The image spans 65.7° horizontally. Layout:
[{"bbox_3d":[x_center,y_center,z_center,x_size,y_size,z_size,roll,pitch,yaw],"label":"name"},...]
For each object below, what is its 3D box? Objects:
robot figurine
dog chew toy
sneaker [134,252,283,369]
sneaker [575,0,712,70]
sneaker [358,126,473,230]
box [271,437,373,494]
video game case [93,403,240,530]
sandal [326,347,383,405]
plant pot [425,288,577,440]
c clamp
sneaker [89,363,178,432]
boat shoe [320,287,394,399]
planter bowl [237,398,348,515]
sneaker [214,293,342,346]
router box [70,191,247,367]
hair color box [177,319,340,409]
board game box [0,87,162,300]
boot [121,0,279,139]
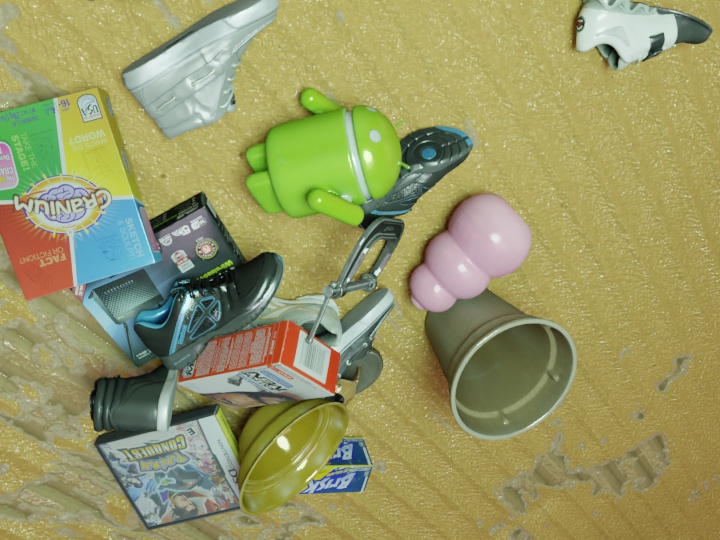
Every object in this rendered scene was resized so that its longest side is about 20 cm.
[{"bbox_3d":[-0.039,-0.133,0.686,0.197,0.178,0.116,-11,150,9],"label":"robot figurine"},{"bbox_3d":[0.152,-0.017,0.823,0.200,0.125,0.124,-44,120,15],"label":"dog chew toy"},{"bbox_3d":[-0.183,0.038,0.680,0.199,0.073,0.082,-38,120,2],"label":"sneaker"},{"bbox_3d":[0.388,-0.324,0.780,0.197,0.074,0.090,6,113,-10],"label":"sneaker"},{"bbox_3d":[0.067,-0.130,0.778,0.198,0.074,0.082,-29,146,-5],"label":"sneaker"},{"bbox_3d":[-0.084,0.325,0.932,0.197,0.070,0.065,6,116,-20],"label":"box"},{"bbox_3d":[-0.272,0.303,0.845,0.197,0.026,0.183,-16,113,8],"label":"video game case"},{"bbox_3d":[-0.051,0.191,0.888,0.198,0.055,0.083,-23,120,-7],"label":"sandal"},{"bbox_3d":[0.193,0.119,0.859,0.198,0.184,0.203,-7,116,-14],"label":"plant pot"},{"bbox_3d":[0.000,0.000,0.760,0.027,0.200,0.172,30,108,16],"label":"c clamp"},{"bbox_3d":[-0.289,0.154,0.719,0.098,0.200,0.072,6,92,-14],"label":"sneaker"},{"bbox_3d":[-0.016,0.112,0.844,0.200,0.069,0.057,-45,106,1],"label":"boat shoe"},{"bbox_3d":[-0.116,0.249,0.818,0.200,0.083,0.202,-35,146,-28],"label":"planter bowl"},{"bbox_3d":[-0.118,0.080,0.791,0.197,0.092,0.077,-5,116,-16],"label":"sneaker"},{"bbox_3d":[-0.251,0.014,0.733,0.198,0.062,0.151,-30,121,-3],"label":"router box"},{"bbox_3d":[-0.138,0.134,0.757,0.198,0.065,0.111,-16,141,35],"label":"hair color box"},{"bbox_3d":[-0.332,-0.085,0.633,0.151,0.040,0.203,-17,100,-6],"label":"board game box"},{"bbox_3d":[-0.166,-0.234,0.646,0.198,0.074,0.096,-27,126,6],"label":"boot"}]
